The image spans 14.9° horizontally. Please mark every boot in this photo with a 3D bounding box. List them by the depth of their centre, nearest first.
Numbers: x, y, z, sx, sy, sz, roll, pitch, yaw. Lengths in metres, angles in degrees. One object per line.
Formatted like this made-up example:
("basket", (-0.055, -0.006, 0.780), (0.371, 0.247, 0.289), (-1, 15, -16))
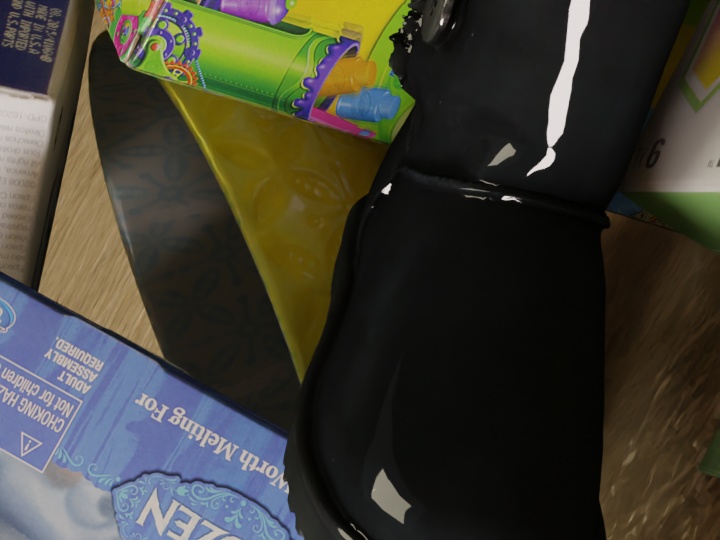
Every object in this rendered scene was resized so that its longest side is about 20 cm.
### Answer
("boot", (0.038, -0.029, 0.656), (0.200, 0.076, 0.168), (-90, 14, -60))

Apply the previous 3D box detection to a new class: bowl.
("bowl", (0.000, 0.000, 0.869), (0.108, 0.200, 0.200), (-22, 5, -14))

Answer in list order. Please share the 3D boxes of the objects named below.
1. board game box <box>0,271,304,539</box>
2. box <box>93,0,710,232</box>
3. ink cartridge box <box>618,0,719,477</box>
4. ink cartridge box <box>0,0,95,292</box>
("board game box", (-0.064, 0.129, 0.702), (0.199, 0.200, 0.043), (-62, -10, -1))
("box", (0.044, -0.142, 0.780), (0.200, 0.192, 0.122), (-61, 31, 23))
("ink cartridge box", (0.122, -0.047, 0.669), (0.200, 0.059, 0.104), (-62, 14, -5))
("ink cartridge box", (-0.117, -0.012, 0.856), (0.200, 0.041, 0.200), (-89, 12, -60))
